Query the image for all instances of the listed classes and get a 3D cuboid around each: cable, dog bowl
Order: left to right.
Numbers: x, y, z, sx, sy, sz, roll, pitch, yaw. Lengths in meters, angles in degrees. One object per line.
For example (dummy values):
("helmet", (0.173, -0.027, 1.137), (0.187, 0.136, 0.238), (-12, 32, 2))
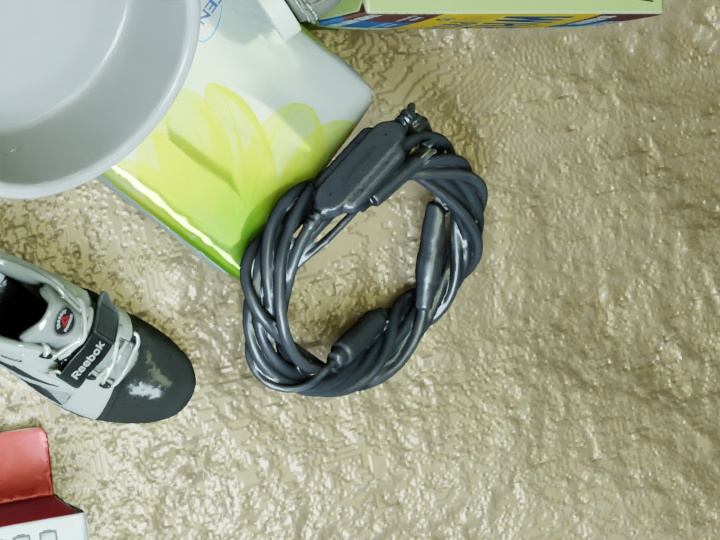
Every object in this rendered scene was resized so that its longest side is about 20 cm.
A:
("dog bowl", (-0.175, -0.127, 1.208), (0.200, 0.059, 0.200), (-29, 140, -27))
("cable", (0.000, 0.000, 1.385), (0.200, 0.051, 0.163), (-51, 141, -17))

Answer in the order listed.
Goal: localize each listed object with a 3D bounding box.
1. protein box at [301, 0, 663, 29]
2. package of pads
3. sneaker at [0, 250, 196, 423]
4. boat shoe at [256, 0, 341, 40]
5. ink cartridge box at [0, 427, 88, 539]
("protein box", (0.071, -0.254, 1.382), (0.200, 0.135, 0.199), (-3, 93, -20))
("package of pads", (-0.108, -0.113, 1.358), (0.200, 0.068, 0.155), (39, 81, -19))
("sneaker", (-0.183, 0.042, 1.328), (0.200, 0.088, 0.074), (27, 82, -21))
("boat shoe", (-0.068, -0.232, 1.327), (0.060, 0.072, 0.202), (-30, 67, 3))
("ink cartridge box", (-0.264, 0.197, 1.305), (0.200, 0.084, 0.176), (-9, 95, -19))
